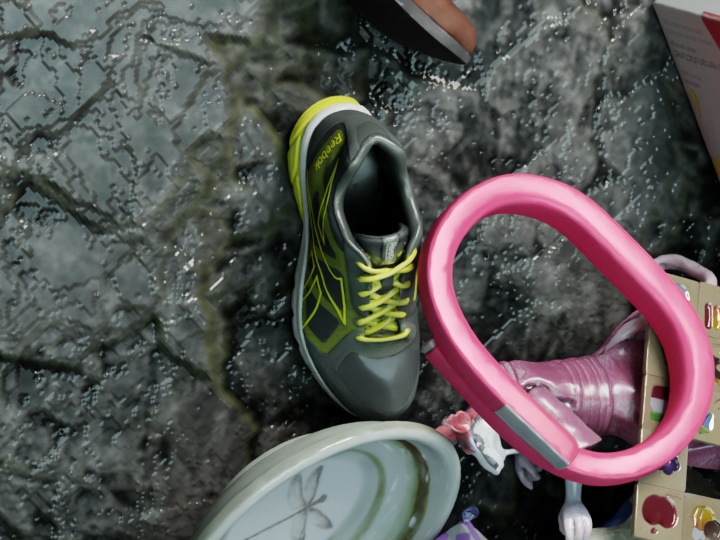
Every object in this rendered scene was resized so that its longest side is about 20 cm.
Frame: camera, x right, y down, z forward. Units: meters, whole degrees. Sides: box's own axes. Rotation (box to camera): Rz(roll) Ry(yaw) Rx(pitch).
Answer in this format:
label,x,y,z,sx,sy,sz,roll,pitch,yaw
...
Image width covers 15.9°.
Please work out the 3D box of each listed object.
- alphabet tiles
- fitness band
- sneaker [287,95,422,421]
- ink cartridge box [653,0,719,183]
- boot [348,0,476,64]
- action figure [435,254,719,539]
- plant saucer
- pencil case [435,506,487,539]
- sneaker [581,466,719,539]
label,x,y,z,sx,sy,sz,roll,pitch,yaw
alphabet tiles,0.257,0.101,1.577,0.200,0.008,0.167,15,69,-23
fitness band,0.119,0.035,1.514,0.200,0.037,0.144,46,62,-3
sneaker,0.000,0.000,1.523,0.074,0.085,0.200,-15,106,-17
ink cartridge box,0.276,-0.085,1.583,0.083,0.145,0.200,-29,111,-13
boot,0.051,-0.245,1.515,0.188,0.068,0.200,44,76,-17
action figure,0.139,0.077,1.570,0.200,0.134,0.149,-3,104,-26
plant saucer,-0.036,0.151,1.534,0.200,0.050,0.200,-26,145,-19
pencil case,0.017,0.237,1.566,0.200,0.085,0.084,-39,95,-2
sneaker,0.152,0.202,1.589,0.077,0.200,0.111,34,122,10
